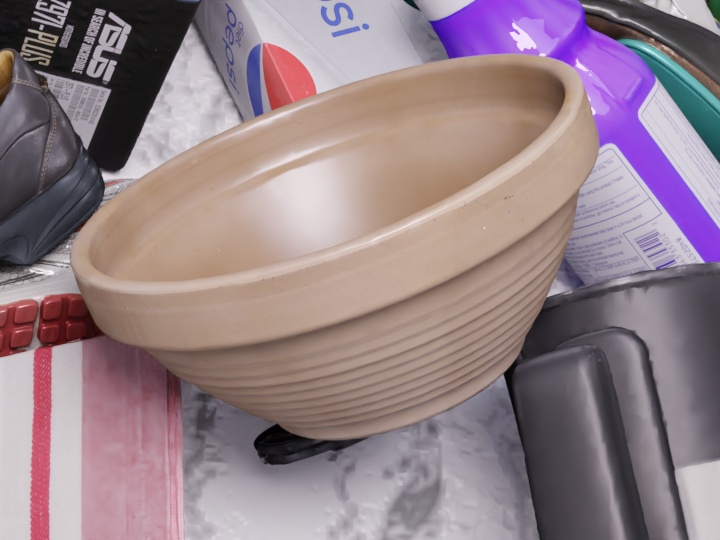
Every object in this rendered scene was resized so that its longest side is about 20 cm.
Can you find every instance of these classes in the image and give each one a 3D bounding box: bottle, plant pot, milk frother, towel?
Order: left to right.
[{"bbox_3d":[-0.161,0.104,0.797,0.199,0.023,0.144,-12,57,12],"label":"towel"},{"bbox_3d":[0.000,0.000,0.780,0.201,0.201,0.093,-28,111,-25],"label":"plant pot"},{"bbox_3d":[0.077,0.112,0.851,0.180,0.200,0.189,3,70,-47],"label":"milk frother"},{"bbox_3d":[0.098,-0.059,0.918,0.200,0.083,0.065,50,53,-19],"label":"bottle"}]

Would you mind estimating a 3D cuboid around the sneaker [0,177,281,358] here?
[{"bbox_3d":[-0.117,0.011,0.889,0.200,0.078,0.082,-20,42,-17],"label":"sneaker"}]

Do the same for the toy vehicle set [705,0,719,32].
[{"bbox_3d":[0.181,-0.067,1.017,0.124,0.027,0.200,-37,77,-27],"label":"toy vehicle set"}]

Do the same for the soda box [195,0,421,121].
[{"bbox_3d":[-0.010,-0.074,0.945,0.068,0.063,0.200,-17,68,-21],"label":"soda box"}]

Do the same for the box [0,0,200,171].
[{"bbox_3d":[-0.110,-0.164,0.895,0.086,0.200,0.164,13,60,-14],"label":"box"}]

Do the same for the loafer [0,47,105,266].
[{"bbox_3d":[-0.184,-0.011,0.814,0.073,0.072,0.200,3,36,35],"label":"loafer"}]

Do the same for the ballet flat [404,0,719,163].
[{"bbox_3d":[0.114,-0.118,0.959,0.200,0.068,0.069,28,72,-8],"label":"ballet flat"}]
